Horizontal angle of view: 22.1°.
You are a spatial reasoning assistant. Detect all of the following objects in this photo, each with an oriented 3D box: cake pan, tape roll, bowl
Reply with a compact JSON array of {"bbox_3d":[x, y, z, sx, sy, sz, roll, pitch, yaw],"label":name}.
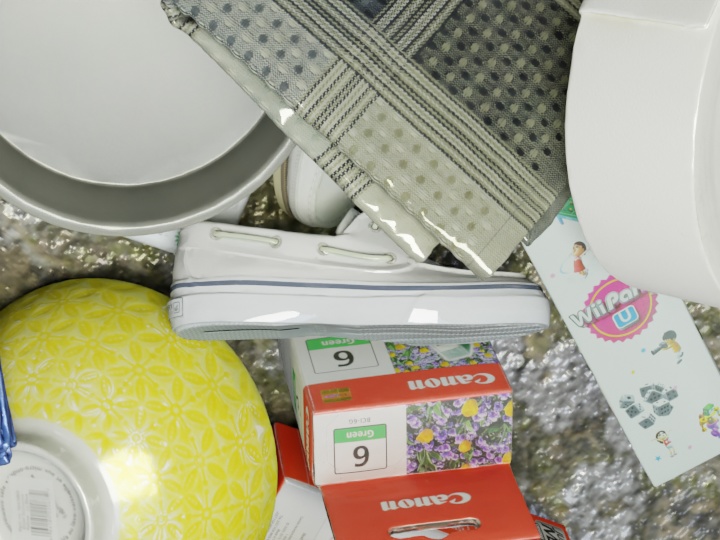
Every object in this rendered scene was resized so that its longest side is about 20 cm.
[{"bbox_3d":[-0.115,-0.115,0.904,0.198,0.037,0.202,-4,116,-9],"label":"cake pan"},{"bbox_3d":[0.178,-0.083,0.867,0.202,0.070,0.205,-20,117,-46],"label":"tape roll"},{"bbox_3d":[-0.154,0.113,0.973,0.198,0.108,0.202,4,104,18],"label":"bowl"}]

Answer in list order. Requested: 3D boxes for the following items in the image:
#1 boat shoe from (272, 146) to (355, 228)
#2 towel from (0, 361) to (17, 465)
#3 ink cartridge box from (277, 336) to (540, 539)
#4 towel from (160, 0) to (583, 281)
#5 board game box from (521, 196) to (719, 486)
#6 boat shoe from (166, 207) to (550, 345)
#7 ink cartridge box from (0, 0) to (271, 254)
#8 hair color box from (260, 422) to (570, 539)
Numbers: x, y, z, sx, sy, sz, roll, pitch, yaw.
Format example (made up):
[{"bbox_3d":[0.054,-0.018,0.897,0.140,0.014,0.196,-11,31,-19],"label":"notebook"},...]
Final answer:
[{"bbox_3d":[0.017,-0.103,0.951,0.074,0.068,0.201,-12,131,-55],"label":"boat shoe"},{"bbox_3d":[-0.270,0.040,0.936,0.198,0.024,0.146,-11,89,21],"label":"towel"},{"bbox_3d":[0.022,0.070,0.979,0.108,0.200,0.051,-6,119,-8],"label":"ink cartridge box"},{"bbox_3d":[0.037,-0.115,0.869,0.200,0.035,0.193,41,63,1],"label":"towel"},{"bbox_3d":[0.126,-0.007,0.992,0.064,0.148,0.201,-28,118,6],"label":"board game box"},{"bbox_3d":[0.000,0.000,0.951,0.198,0.074,0.068,1,79,-6],"label":"boat shoe"},{"bbox_3d":[-0.129,-0.121,0.943,0.198,0.041,0.201,18,111,-18],"label":"ink cartridge box"},{"bbox_3d":[0.019,0.172,1.066,0.198,0.061,0.102,23,112,-19],"label":"hair color box"}]
